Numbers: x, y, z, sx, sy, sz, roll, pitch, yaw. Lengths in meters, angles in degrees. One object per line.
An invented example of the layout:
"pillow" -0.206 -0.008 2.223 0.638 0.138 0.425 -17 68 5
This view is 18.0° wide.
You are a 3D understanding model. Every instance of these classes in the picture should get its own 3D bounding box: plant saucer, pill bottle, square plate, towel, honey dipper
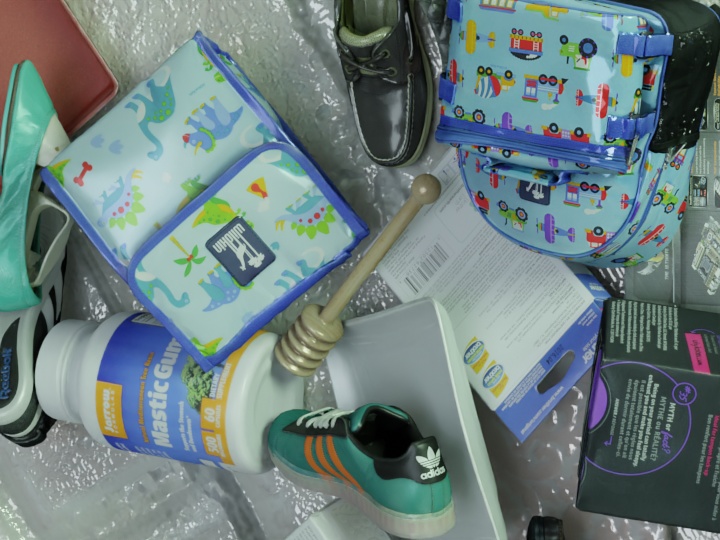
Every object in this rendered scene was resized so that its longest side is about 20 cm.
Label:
"plant saucer" -0.305 -0.174 1.882 0.200 0.037 0.200 -38 81 28
"pill bottle" -0.155 0.092 1.809 0.199 0.112 0.113 7 102 25
"square plate" 0.043 0.126 1.708 0.198 0.028 0.201 -18 87 62
"towel" 0.140 0.136 1.709 0.199 0.032 0.193 0 100 28
"honey dipper" 0.000 0.000 1.704 0.038 0.038 0.200 44 121 14

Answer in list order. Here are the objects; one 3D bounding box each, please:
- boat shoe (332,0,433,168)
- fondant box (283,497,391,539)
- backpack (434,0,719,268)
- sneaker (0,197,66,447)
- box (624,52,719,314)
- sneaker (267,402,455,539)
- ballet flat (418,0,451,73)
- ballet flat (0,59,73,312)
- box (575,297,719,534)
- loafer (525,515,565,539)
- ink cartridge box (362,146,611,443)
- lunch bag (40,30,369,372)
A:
"boat shoe" 0.009 -0.174 1.701 0.071 0.066 0.202 3 100 27
"fondant box" -0.029 0.283 1.780 0.145 0.058 0.200 53 135 10
"backpack" 0.140 -0.097 1.559 0.182 0.134 0.201 18 111 28
"sneaker" -0.277 0.047 1.889 0.073 0.112 0.201 4 67 12
"box" 0.264 -0.068 1.598 0.157 0.048 0.202 3 100 29
"sneaker" 0.000 0.127 1.690 0.199 0.071 0.080 22 121 48
"ballet flat" 0.049 -0.185 1.662 0.056 0.066 0.201 -20 107 0
"ballet flat" -0.259 -0.064 1.819 0.070 0.067 0.202 10 91 3
"box" 0.254 0.105 1.561 0.198 0.106 0.123 9 114 4
"loafer" 0.161 0.263 1.687 0.072 0.073 0.201 -6 123 8
"ink cartridge box" 0.101 0.015 1.678 0.119 0.042 0.200 -49 62 21
"lunch bag" -0.115 -0.050 1.733 0.170 0.127 0.200 -40 82 6
